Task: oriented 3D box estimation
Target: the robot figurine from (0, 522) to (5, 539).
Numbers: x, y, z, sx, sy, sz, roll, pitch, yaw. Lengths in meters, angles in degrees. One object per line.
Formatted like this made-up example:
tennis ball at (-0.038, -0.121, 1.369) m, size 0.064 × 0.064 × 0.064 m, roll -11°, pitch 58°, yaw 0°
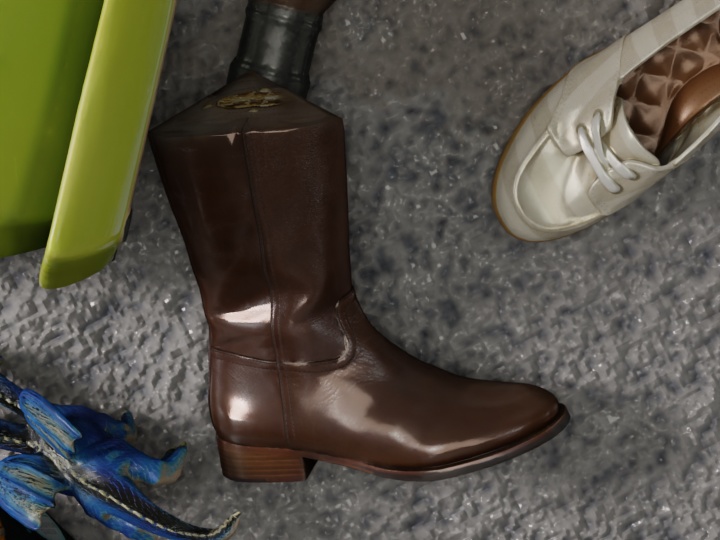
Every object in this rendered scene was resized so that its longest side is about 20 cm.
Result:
robot figurine at (-0.192, 0.213, 1.095) m, size 0.144 × 0.058 × 0.201 m, roll -11°, pitch 94°, yaw 6°

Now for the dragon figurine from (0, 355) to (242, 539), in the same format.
dragon figurine at (-0.142, 0.094, 1.193) m, size 0.099 × 0.200 × 0.059 m, roll 18°, pitch 100°, yaw -37°

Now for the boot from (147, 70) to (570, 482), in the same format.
boot at (0.000, 0.000, 1.194) m, size 0.185 × 0.064 × 0.201 m, roll -6°, pitch 107°, yaw 6°

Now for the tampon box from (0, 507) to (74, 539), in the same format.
tampon box at (-0.155, 0.224, 1.199) m, size 0.200 × 0.150 × 0.126 m, roll 44°, pitch 97°, yaw -1°

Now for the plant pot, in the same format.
plant pot at (-0.183, -0.095, 1.138) m, size 0.180 × 0.200 × 0.200 m, roll 13°, pitch 83°, yaw -7°

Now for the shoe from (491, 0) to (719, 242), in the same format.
shoe at (0.144, -0.087, 1.203) m, size 0.200 × 0.053 × 0.070 m, roll -40°, pitch 92°, yaw 6°

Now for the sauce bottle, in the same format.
sauce bottle at (-0.023, -0.181, 1.197) m, size 0.064 × 0.065 × 0.201 m, roll 13°, pitch 97°, yaw 2°
